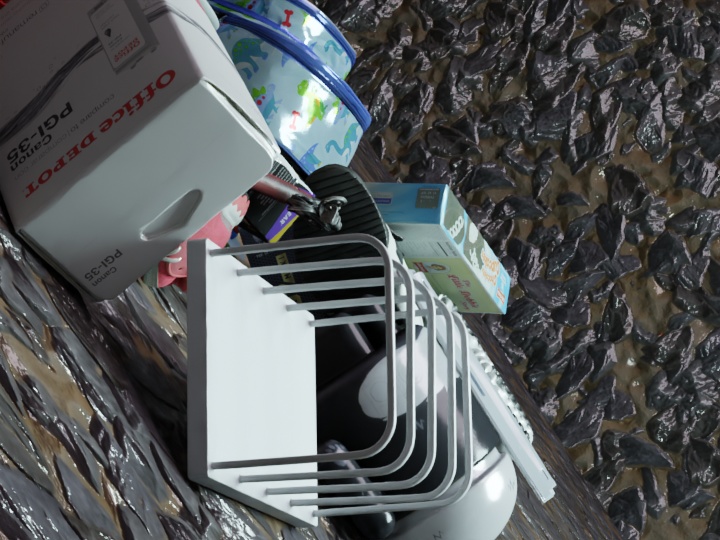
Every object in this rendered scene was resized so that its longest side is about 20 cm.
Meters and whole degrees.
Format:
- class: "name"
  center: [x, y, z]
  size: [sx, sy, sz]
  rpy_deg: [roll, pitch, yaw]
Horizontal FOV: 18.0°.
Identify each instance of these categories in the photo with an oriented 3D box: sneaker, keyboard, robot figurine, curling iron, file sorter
- class: "sneaker"
  center: [0.000, 0.000, 1.725]
  size: [0.089, 0.073, 0.201]
  rpy_deg: [-84, 159, -62]
- class: "sneaker"
  center: [0.076, 0.099, 1.789]
  size: [0.075, 0.081, 0.200]
  rpy_deg: [57, 0, -31]
- class: "keyboard"
  center: [0.085, 0.084, 1.675]
  size: [0.201, 0.011, 0.056]
  rpy_deg: [58, 16, 7]
- class: "sneaker"
  center: [-0.122, -0.032, 1.487]
  size: [0.073, 0.087, 0.200]
  rpy_deg: [19, -7, 13]
- class: "robot figurine"
  center: [0.026, 0.121, 1.635]
  size: [0.201, 0.150, 0.125]
  rpy_deg: [56, -18, -1]
- class: "curling iron"
  center: [-0.087, -0.073, 1.543]
  size: [0.199, 0.026, 0.049]
  rpy_deg: [27, -12, -32]
- class: "file sorter"
  center: [-0.013, 0.068, 1.364]
  size: [0.200, 0.123, 0.140]
  rpy_deg: [41, 46, -68]

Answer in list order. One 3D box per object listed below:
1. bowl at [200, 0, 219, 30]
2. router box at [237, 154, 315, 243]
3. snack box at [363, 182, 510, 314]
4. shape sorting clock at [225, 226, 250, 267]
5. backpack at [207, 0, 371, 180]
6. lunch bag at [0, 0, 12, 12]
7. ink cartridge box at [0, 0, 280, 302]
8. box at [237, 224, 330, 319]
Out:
- class: "bowl"
  center: [-0.211, -0.226, 1.752]
  size: [0.201, 0.090, 0.201]
  rpy_deg: [43, -4, 4]
- class: "router box"
  center: [-0.141, -0.112, 1.643]
  size: [0.200, 0.052, 0.157]
  rpy_deg: [30, -15, 48]
- class: "snack box"
  center: [0.040, -0.016, 1.821]
  size: [0.200, 0.115, 0.037]
  rpy_deg: [51, 45, -62]
- class: "shape sorting clock"
  center: [-0.109, -0.033, 1.831]
  size: [0.201, 0.039, 0.200]
  rpy_deg: [53, 6, -8]
- class: "backpack"
  center: [-0.088, -0.159, 1.891]
  size: [0.199, 0.148, 0.183]
  rpy_deg: [29, -9, 33]
- class: "lunch bag"
  center: [-0.275, -0.229, 1.436]
  size: [0.200, 0.082, 0.177]
  rpy_deg: [45, 12, -39]
- class: "ink cartridge box"
  center: [-0.150, -0.101, 1.357]
  size: [0.083, 0.146, 0.200]
  rpy_deg: [45, 10, -41]
- class: "box"
  center: [-0.027, 0.047, 1.816]
  size: [0.200, 0.051, 0.159]
  rpy_deg: [37, 33, -73]
